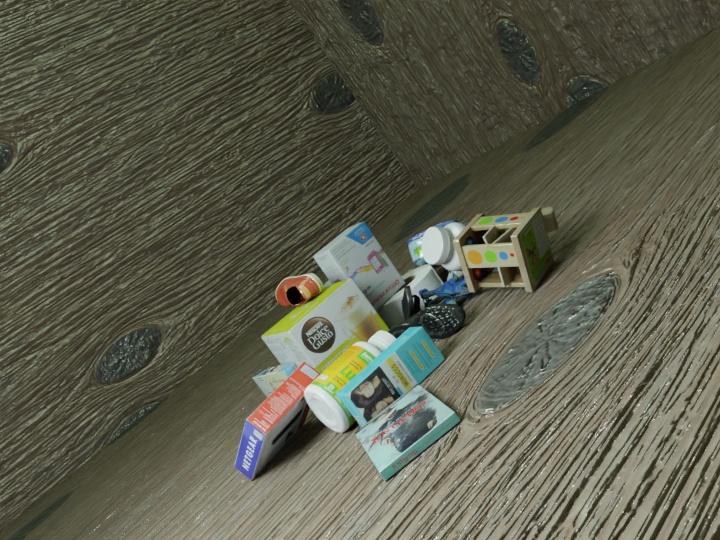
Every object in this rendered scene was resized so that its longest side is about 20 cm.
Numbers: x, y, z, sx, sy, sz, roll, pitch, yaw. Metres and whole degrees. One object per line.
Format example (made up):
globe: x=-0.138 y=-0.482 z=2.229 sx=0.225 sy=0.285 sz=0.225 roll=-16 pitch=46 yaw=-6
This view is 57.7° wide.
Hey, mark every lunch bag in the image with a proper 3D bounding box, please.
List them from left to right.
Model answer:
lunch bag: x=0.226 y=-0.070 z=1.786 sx=0.161 sy=0.083 sz=0.200 roll=-23 pitch=-14 yaw=20

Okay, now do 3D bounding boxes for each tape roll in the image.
tape roll: x=0.122 y=0.069 z=1.712 sx=0.202 sy=0.071 sz=0.202 roll=-35 pitch=7 yaw=5

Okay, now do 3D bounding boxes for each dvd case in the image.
dvd case: x=0.069 y=0.254 z=1.054 sx=0.146 sy=0.022 sz=0.200 roll=-37 pitch=7 yaw=-7

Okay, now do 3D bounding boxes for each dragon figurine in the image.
dragon figurine: x=0.206 y=0.055 z=1.467 sx=0.099 sy=0.059 sz=0.200 roll=-39 pitch=18 yaw=-17

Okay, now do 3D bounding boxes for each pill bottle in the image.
pill bottle: x=-0.004 y=0.210 z=1.277 sx=0.200 sy=0.111 sz=0.111 roll=-40 pitch=9 yaw=-28
pill bottle: x=0.241 y=-0.051 z=1.453 sx=0.200 sy=0.109 sz=0.109 roll=2 pitch=-11 yaw=-27

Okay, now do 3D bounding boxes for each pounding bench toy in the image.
pounding bench toy: x=0.302 y=-0.058 z=1.343 sx=0.156 sy=0.124 sz=0.200 roll=-2 pitch=29 yaw=40

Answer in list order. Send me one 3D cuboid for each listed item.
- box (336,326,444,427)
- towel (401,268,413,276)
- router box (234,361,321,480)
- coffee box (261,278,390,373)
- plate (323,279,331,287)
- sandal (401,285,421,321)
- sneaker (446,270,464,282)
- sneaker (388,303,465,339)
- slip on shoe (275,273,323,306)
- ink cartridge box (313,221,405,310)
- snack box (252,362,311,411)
box: x=0.058 y=0.196 z=1.210 sx=0.200 sy=0.082 sz=0.049 roll=-40 pitch=10 yaw=-23
towel: x=0.092 y=0.071 z=1.956 sx=0.200 sy=0.032 sz=0.191 roll=-34 pitch=8 yaw=4
router box: x=-0.167 y=0.305 z=1.317 sx=0.179 sy=0.049 sz=0.200 roll=-43 pitch=-18 yaw=-41
coffee box: x=-0.074 y=0.163 z=1.526 sx=0.200 sy=0.198 sz=0.200 roll=-40 pitch=9 yaw=-26
plate: x=-0.027 y=0.099 z=1.743 sx=0.032 sy=0.200 sz=0.200 roll=-10 pitch=21 yaw=32
sandal: x=0.123 y=0.087 z=1.498 sx=0.045 sy=0.075 sz=0.200 roll=-12 pitch=-19 yaw=-3
sneaker: x=0.243 y=-0.013 z=1.627 sx=0.077 sy=0.085 sz=0.200 roll=-30 pitch=11 yaw=35
sneaker: x=0.148 y=0.108 z=1.397 sx=0.200 sy=0.076 sz=0.091 roll=-24 pitch=6 yaw=43
slip on shoe: x=-0.160 y=0.055 z=1.566 sx=0.061 sy=0.074 sz=0.200 roll=-44 pitch=13 yaw=-30
ink cartridge box: x=0.000 y=0.000 z=1.661 sx=0.145 sy=0.200 sz=0.085 roll=-41 pitch=14 yaw=-32
snack box: x=-0.178 y=0.283 z=1.556 sx=0.037 sy=0.116 sz=0.200 roll=-40 pitch=10 yaw=-31
